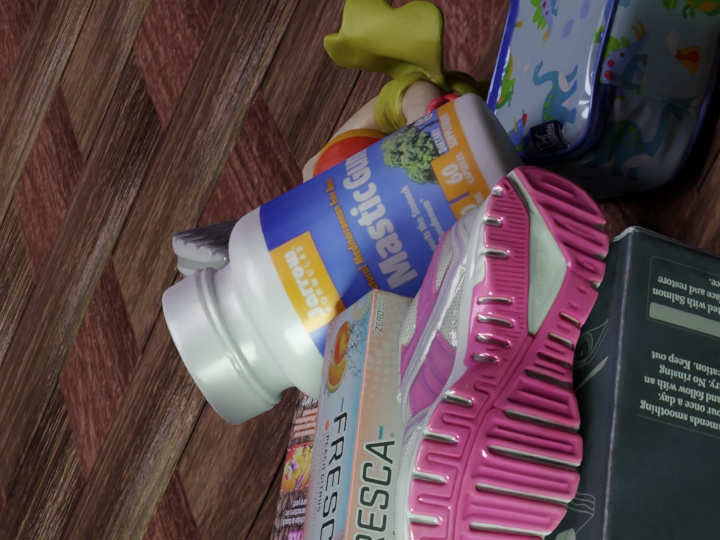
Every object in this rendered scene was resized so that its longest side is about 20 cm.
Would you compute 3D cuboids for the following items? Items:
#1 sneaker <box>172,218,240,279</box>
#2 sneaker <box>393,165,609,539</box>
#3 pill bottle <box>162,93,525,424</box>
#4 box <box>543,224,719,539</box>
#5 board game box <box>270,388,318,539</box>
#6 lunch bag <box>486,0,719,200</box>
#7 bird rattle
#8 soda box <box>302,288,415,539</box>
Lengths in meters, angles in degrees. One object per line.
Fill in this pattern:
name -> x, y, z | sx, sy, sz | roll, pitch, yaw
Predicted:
sneaker -> -0.046, 0.024, 1.652 | 0.200, 0.074, 0.083 | -153, 50, -65
sneaker -> 0.057, 0.056, 1.309 | 0.088, 0.081, 0.201 | -27, 43, 63
pill bottle -> 0.000, 0.000, 1.486 | 0.199, 0.112, 0.112 | -29, 36, 8
box -> 0.121, 0.113, 1.364 | 0.197, 0.117, 0.201 | -34, 44, 59
board game box -> 0.032, 0.099, 1.606 | 0.159, 0.096, 0.202 | -16, 61, 64
lunch bag -> 0.136, -0.140, 1.549 | 0.161, 0.082, 0.201 | 176, 110, -69
bird rattle -> 0.024, -0.061, 1.682 | 0.163, 0.112, 0.201 | -43, 34, 27
soda box -> 0.014, 0.116, 1.373 | 0.064, 0.068, 0.201 | 146, 134, -62
